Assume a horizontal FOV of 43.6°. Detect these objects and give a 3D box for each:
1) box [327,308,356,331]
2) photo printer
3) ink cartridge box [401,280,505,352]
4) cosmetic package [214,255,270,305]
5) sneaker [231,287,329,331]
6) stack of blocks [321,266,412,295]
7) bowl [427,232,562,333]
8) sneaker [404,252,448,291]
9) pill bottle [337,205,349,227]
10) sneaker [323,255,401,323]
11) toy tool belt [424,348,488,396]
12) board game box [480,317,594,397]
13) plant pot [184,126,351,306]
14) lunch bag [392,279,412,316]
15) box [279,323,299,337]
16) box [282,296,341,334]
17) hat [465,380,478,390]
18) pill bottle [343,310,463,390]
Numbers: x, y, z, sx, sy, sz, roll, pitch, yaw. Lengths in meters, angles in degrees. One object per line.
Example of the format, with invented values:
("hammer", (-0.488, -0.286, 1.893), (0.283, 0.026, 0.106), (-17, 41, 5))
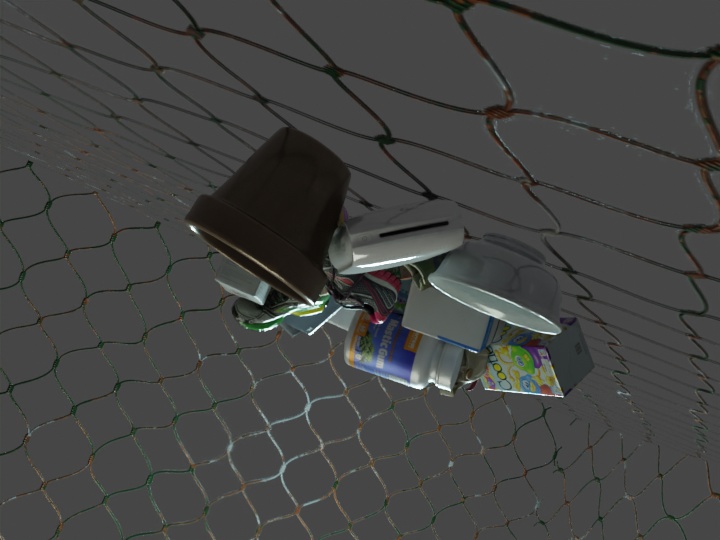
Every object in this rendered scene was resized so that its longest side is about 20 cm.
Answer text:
("box", (-0.004, 0.054, 1.955), (0.150, 0.108, 0.200), (25, -166, -11))
("photo printer", (0.046, -0.043, 1.199), (0.162, 0.071, 0.200), (-11, 178, -10))
("ink cartridge box", (0.171, 0.067, 1.554), (0.143, 0.086, 0.199), (18, -171, 18))
("cosmetic package", (-0.170, -0.053, 1.559), (0.080, 0.204, 0.113), (21, 170, 6))
("sneaker", (-0.143, 0.046, 1.639), (0.079, 0.196, 0.086), (61, 154, 23))
("stack of blocks", (0.000, 0.000, 1.526), (0.197, 0.060, 0.114), (-12, 177, 35))
("bowl", (0.200, 0.009, 1.251), (0.197, 0.092, 0.201), (23, 172, 3))
("sneaker", (0.116, -0.006, 1.414), (0.197, 0.092, 0.067), (25, 172, -15))
("pill bottle", (-0.077, -0.083, 1.425), (0.102, 0.106, 0.200), (20, 173, 21))
("sneaker", (-0.034, 0.013, 1.373), (0.196, 0.076, 0.081), (23, 164, -7))
("toy tool belt", (0.134, 0.151, 1.681), (0.199, 0.122, 0.127), (35, 141, 34))
("board game box", (0.310, 0.155, 1.656), (0.198, 0.102, 0.107), (-4, 115, 54))
("plant pot", (-0.098, -0.079, 1.156), (0.198, 0.177, 0.200), (32, 172, 5))
("lunch bag", (0.046, 0.011, 1.683), (0.167, 0.130, 0.200), (23, -177, 11))
("box", (-0.189, 0.025, 1.916), (0.200, 0.051, 0.159), (46, -161, -19))
("box", (-0.151, -0.008, 1.801), (0.199, 0.123, 0.199), (30, -151, -47))
("hat", (0.278, 0.166, 1.810), (0.163, 0.179, 0.199), (18, 172, 32))
("pill bottle", (0.078, 0.141, 1.587), (0.196, 0.114, 0.112), (16, 172, 16))
